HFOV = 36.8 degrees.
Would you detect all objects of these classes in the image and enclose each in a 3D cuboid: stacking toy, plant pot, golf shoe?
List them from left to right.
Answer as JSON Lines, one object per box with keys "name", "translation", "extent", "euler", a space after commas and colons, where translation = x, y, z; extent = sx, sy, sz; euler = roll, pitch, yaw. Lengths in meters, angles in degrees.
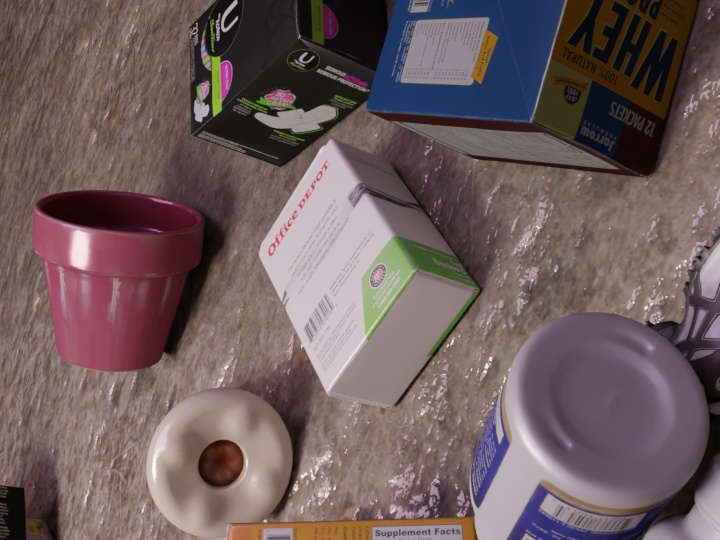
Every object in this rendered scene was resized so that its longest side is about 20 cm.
{"name": "plant pot", "translation": [-0.293, 0.015, 1.293], "extent": [0.199, 0.198, 0.182], "euler": [29, 115, 52]}
{"name": "stacking toy", "translation": [-0.161, 0.181, 1.129], "extent": [0.200, 0.144, 0.148], "euler": [-167, 93, -71]}
{"name": "golf shoe", "translation": [0.241, 0.039, 0.684], "extent": [0.201, 0.077, 0.095], "euler": [-61, 42, 33]}

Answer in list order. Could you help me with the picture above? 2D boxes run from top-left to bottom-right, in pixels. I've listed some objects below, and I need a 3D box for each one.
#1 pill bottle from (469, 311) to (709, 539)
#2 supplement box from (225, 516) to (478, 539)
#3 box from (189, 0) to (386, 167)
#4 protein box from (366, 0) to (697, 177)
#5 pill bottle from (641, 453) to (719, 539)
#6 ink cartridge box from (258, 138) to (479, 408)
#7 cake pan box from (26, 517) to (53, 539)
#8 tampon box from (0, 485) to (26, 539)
{"name": "pill bottle", "translation": [0.133, 0.127, 0.692], "extent": [0.201, 0.118, 0.121], "euler": [100, 162, -57]}
{"name": "supplement box", "translation": [-0.003, 0.230, 0.834], "extent": [0.197, 0.067, 0.070], "euler": [-1, 66, 6]}
{"name": "box", "translation": [-0.079, -0.232, 1.146], "extent": [0.199, 0.123, 0.151], "euler": [-31, 55, 42]}
{"name": "protein box", "translation": [0.135, -0.194, 0.846], "extent": [0.199, 0.134, 0.201], "euler": [15, 89, 53]}
{"name": "pill bottle", "translation": [0.198, 0.217, 0.631], "extent": [0.116, 0.115, 0.202], "euler": [42, 111, 50]}
{"name": "ink cartridge box", "translation": [0.000, 0.000, 0.992], "extent": [0.146, 0.083, 0.201], "euler": [-55, 41, 23]}
{"name": "cake pan box", "translation": [-0.451, 0.462, 1.435], "extent": [0.202, 0.052, 0.184], "euler": [-63, 36, 15]}
{"name": "tampon box", "translation": [-0.519, 0.397, 1.402], "extent": [0.150, 0.125, 0.202], "euler": [-41, 46, 35]}
